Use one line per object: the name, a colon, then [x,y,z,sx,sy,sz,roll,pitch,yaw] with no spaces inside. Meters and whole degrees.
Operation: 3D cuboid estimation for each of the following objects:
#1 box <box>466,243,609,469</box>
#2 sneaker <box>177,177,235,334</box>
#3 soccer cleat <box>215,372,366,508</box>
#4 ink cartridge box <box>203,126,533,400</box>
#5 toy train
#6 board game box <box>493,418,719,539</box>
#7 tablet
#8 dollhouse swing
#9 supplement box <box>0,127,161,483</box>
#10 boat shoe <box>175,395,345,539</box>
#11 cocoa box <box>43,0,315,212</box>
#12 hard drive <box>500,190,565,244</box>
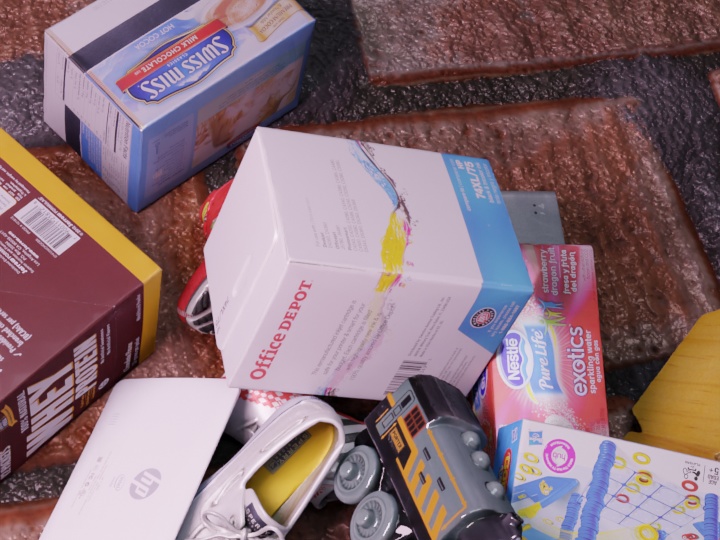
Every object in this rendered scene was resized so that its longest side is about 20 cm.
box: [0.138,0.086,1.288,0.095,0.100,0.200,2,71,-10]
sneaker: [-0.106,-0.028,1.366,0.085,0.077,0.200,16,54,24]
soccer cleat: [-0.044,0.141,1.264,0.200,0.069,0.085,20,53,-3]
ink cartridge box: [0.000,0.000,1.234,0.200,0.147,0.146,7,46,-23]
toy train: [0.052,0.167,1.154,0.085,0.114,0.200,28,22,-33]
board game box: [0.188,0.226,1.172,0.200,0.056,0.196,13,73,-10]
tablet: [-0.176,0.164,1.213,0.130,0.014,0.200,-3,50,34]
dollhouse swing: [0.361,0.151,1.347,0.182,0.176,0.200,7,45,45]
supplement box: [-0.295,0.031,1.246,0.197,0.133,0.200,40,60,14]
boat shoe: [-0.080,0.183,1.180,0.075,0.086,0.202,45,84,-15]
cocoa box: [-0.159,-0.174,1.397,0.200,0.133,0.131,-37,72,-27]
hard drive: [0.081,-0.006,1.395,0.200,0.033,0.140,0,59,-10]
